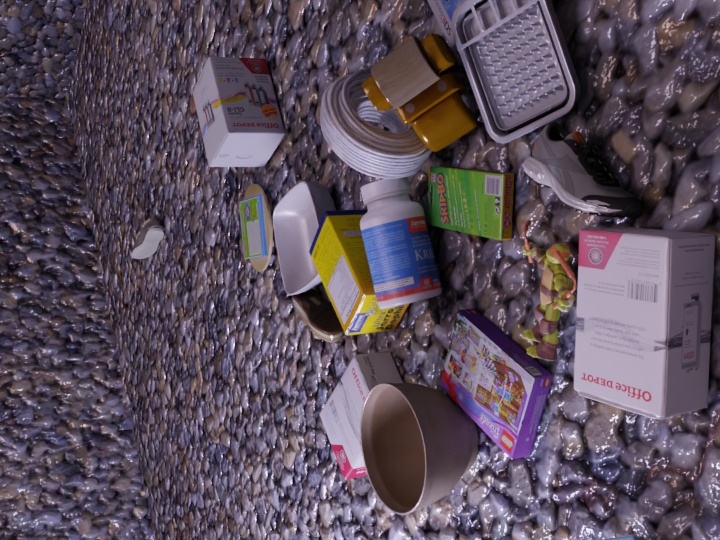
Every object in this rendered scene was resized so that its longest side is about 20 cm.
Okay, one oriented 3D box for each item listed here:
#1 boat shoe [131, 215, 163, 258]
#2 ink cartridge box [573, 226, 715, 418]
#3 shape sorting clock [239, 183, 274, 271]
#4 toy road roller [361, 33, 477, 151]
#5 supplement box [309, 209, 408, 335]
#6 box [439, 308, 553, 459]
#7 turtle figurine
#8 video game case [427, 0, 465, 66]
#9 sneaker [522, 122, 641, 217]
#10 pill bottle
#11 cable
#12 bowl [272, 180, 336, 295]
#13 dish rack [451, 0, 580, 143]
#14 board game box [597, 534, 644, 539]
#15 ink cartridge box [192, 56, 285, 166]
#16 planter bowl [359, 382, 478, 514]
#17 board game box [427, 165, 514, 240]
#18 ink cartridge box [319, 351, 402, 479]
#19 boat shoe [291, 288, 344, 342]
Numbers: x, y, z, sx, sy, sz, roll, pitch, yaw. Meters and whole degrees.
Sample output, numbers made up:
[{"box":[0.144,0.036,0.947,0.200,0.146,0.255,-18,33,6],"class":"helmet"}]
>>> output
[{"box":[-0.677,-0.101,2.851,0.201,0.071,0.061,-42,57,48],"class":"boat shoe"},{"box":[0.329,0.055,1.057,0.146,0.081,0.204,12,104,59],"class":"ink cartridge box"},{"box":[-0.239,-0.100,2.096,0.199,0.039,0.204,18,111,59],"class":"shape sorting clock"},{"box":[0.101,-0.257,1.333,0.122,0.200,0.147,-32,90,18],"class":"toy road roller"},{"box":[0.000,0.000,1.613,0.202,0.108,0.110,64,144,34],"class":"supplement box"},{"box":[0.198,0.165,1.350,0.200,0.038,0.139,44,130,50],"class":"box"},{"box":[0.255,0.025,1.207,0.201,0.063,0.164,-111,24,-63],"class":"turtle figurine"},{"box":[0.172,-0.437,1.314,0.201,0.045,0.184,-56,48,48],"class":"video game case"},{"box":[0.279,-0.125,1.137,0.200,0.073,0.081,47,128,48],"class":"sneaker"},{"box":[0.060,-0.047,1.475,0.112,0.111,0.204,-14,89,60],"class":"pill bottle"},{"box":[0.027,-0.235,1.442,0.200,0.199,0.070,46,138,17],"class":"cable"},{"box":[-0.100,-0.066,1.818,0.200,0.073,0.203,-34,64,58],"class":"bowl"},{"box":[0.214,-0.290,1.217,0.171,0.043,0.203,-20,88,53],"class":"dish rack"},{"box":[0.301,0.442,1.116,0.133,0.034,0.204,-21,61,36],"class":"board game box"},{"box":[-0.275,-0.353,2.021,0.145,0.143,0.203,-43,58,54],"class":"ink cartridge box"},{"box":[0.104,0.274,1.438,0.199,0.133,0.204,12,104,60],"class":"planter bowl"},{"box":[0.165,-0.108,1.386,0.199,0.030,0.098,17,109,57],"class":"board game box"},{"box":[0.012,0.266,1.652,0.201,0.082,0.147,-61,43,44],"class":"ink cartridge box"},{"box":[-0.079,0.105,1.824,0.200,0.070,0.077,-134,33,-58],"class":"boat shoe"}]
